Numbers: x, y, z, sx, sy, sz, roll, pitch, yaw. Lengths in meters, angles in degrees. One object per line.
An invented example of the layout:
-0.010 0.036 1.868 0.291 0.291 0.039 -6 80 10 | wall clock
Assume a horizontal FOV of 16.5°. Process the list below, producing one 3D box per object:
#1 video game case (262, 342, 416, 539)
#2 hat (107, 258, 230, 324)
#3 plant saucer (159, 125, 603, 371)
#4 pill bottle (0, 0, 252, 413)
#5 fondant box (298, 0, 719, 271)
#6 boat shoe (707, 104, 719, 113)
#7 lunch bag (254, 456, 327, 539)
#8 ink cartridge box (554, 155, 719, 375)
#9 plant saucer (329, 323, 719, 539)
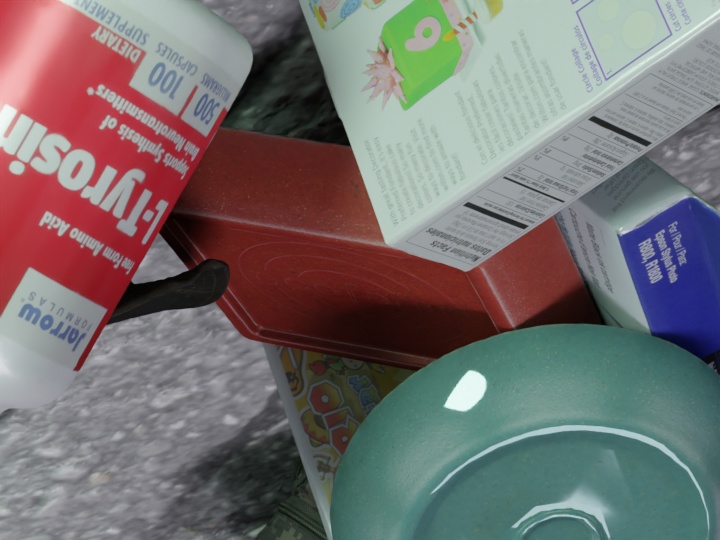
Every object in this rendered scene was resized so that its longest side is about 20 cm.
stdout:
0.059 0.073 1.220 0.181 0.201 0.023 -20 166 2 | video game case
-0.158 0.002 1.064 0.199 0.081 0.201 -18 177 -1 | hat
0.000 0.000 1.113 0.198 0.037 0.200 10 159 20 | plant saucer
-0.133 -0.023 0.918 0.201 0.112 0.112 -60 147 -2 | pill bottle
0.076 -0.114 0.948 0.199 0.145 0.058 -34 151 26 | fondant box
0.181 -0.098 1.119 0.199 0.071 0.072 -13 152 -25 | boat shoe
0.029 0.174 1.450 0.168 0.139 0.200 -52 154 -12 | lunch bag
0.109 -0.013 1.103 0.041 0.200 0.200 -46 152 -7 | ink cartridge box
0.086 0.113 1.124 0.198 0.036 0.201 -4 127 -5 | plant saucer
